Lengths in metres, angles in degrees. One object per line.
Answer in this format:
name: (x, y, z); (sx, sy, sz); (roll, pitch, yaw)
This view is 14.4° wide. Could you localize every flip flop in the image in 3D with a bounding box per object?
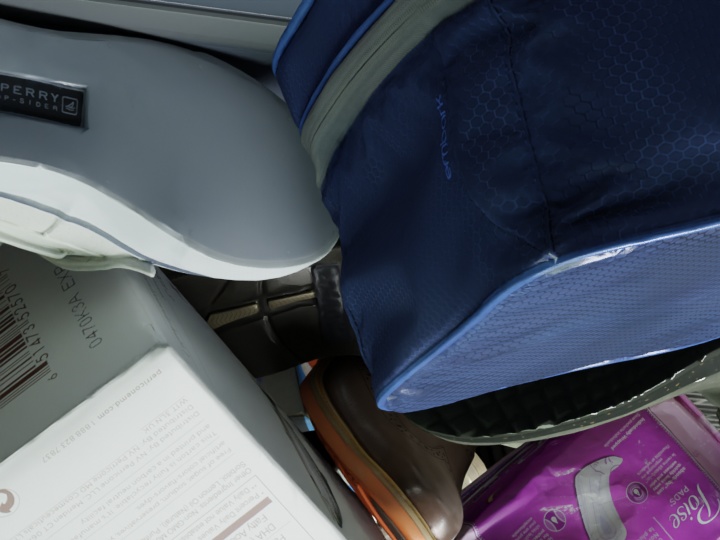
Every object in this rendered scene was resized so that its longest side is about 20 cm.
flip flop: (0.000, 0.000, 1.088); (0.200, 0.058, 0.081); (-7, 129, -4)

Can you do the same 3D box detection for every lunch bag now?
lunch bag: (0.059, -0.050, 0.784); (0.136, 0.132, 0.200); (-12, 168, -19)

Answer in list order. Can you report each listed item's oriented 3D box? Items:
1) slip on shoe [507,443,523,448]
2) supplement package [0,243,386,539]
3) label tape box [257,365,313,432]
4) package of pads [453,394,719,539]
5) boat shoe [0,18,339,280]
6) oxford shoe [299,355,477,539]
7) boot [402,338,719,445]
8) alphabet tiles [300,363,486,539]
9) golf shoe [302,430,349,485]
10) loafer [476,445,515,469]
slip on shoe: (0.090, 0.032, 1.212); (0.074, 0.061, 0.200); (15, 165, -8)
supplement package: (-0.076, 0.090, 1.024); (0.117, 0.117, 0.200); (-37, 127, 2)
label tape box: (-0.047, 0.114, 1.361); (0.200, 0.063, 0.144); (-7, 122, 24)
package of pads: (0.074, 0.114, 1.159); (0.120, 0.076, 0.200); (-42, 179, -16)
boat shoe: (-0.107, -0.034, 0.937); (0.202, 0.075, 0.086); (12, 160, -32)
oxford shoe: (0.022, 0.049, 1.126); (0.073, 0.071, 0.200); (-31, -156, 7)
boot: (0.118, 0.033, 0.965); (0.200, 0.068, 0.131); (-18, 151, 11)
alphabet tiles: (0.015, 0.124, 1.388); (0.015, 0.196, 0.200); (-41, -174, -30)
golf shoe: (-0.087, 0.068, 1.127); (0.200, 0.078, 0.094); (22, 119, -42)
loafer: (0.050, 0.083, 1.406); (0.071, 0.073, 0.200); (-4, 174, -33)
